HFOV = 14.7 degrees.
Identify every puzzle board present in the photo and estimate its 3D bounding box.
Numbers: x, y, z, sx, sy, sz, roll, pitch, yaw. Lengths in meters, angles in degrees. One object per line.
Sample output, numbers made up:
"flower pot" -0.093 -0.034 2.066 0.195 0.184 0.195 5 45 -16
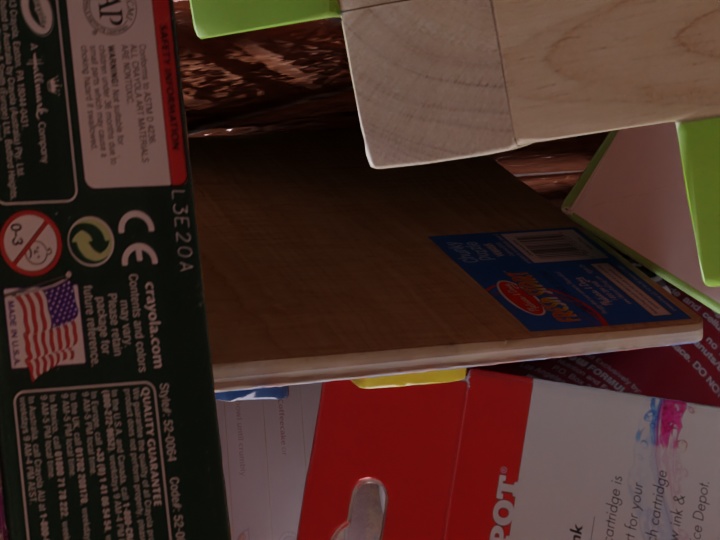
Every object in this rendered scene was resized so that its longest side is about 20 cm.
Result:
"puzzle board" -0.013 -0.005 0.781 0.150 0.017 0.200 -4 -161 -18

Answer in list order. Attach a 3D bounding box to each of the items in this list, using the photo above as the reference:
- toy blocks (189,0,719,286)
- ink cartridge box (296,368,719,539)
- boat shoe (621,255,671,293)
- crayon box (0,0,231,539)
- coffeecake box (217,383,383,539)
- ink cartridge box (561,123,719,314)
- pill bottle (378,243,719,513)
"toy blocks" 0.090 -0.060 0.459 0.199 0.100 0.137 -8 -174 24
"ink cartridge box" 0.081 0.095 0.839 0.199 0.117 0.067 9 178 5
"boat shoe" 0.000 0.000 0.879 0.199 0.057 0.069 -1 -178 -1
"crayon box" -0.092 0.043 0.655 0.058 0.201 0.172 -3 174 -28
"coffeecake box" -0.042 0.046 0.979 0.199 0.154 0.073 -1 173 -37
"ink cartridge box" 0.141 -0.007 0.827 0.117 0.067 0.200 33 -175 14
"pill bottle" 0.106 0.041 0.977 0.200 0.113 0.113 -40 -163 -36
